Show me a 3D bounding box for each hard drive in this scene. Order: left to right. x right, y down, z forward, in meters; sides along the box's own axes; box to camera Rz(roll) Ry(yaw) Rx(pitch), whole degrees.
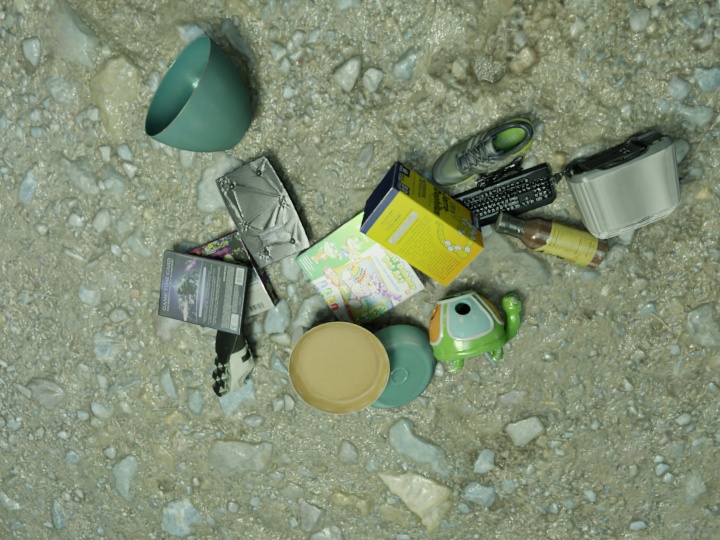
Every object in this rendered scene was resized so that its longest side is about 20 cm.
[{"bbox_3d":[-0.193,-0.119,1.035,0.134,0.042,0.202,-22,104,16],"label":"hard drive"}]

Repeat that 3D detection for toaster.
[{"bbox_3d":[0.445,-0.142,0.879,0.198,0.114,0.130,-23,107,15],"label":"toaster"}]

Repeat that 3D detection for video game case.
[{"bbox_3d":[-0.331,0.044,1.073,0.198,0.019,0.145,11,99,15],"label":"video game case"},{"bbox_3d":[-0.302,0.027,1.110,0.198,0.036,0.183,-21,105,16],"label":"video game case"}]

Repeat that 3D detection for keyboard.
[{"bbox_3d":[0.256,-0.139,0.952,0.198,0.040,0.105,-19,106,15],"label":"keyboard"}]

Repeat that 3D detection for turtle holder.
[{"bbox_3d":[0.222,0.107,0.994,0.184,0.141,0.133,-16,89,24],"label":"turtle holder"}]

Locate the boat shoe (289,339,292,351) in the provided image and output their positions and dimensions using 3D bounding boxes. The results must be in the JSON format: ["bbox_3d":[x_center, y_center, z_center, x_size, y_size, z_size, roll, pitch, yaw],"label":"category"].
[{"bbox_3d":[-0.070,0.208,1.125,0.200,0.072,0.064,44,146,-15],"label":"boat shoe"}]

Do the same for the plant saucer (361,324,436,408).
[{"bbox_3d":[0.076,0.212,1.065,0.198,0.036,0.202,-7,113,-17],"label":"plant saucer"}]

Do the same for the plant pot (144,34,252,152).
[{"bbox_3d":[-0.277,-0.295,0.926,0.200,0.201,0.134,-41,135,20],"label":"plant pot"}]

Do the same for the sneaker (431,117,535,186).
[{"bbox_3d":[0.214,-0.213,0.906,0.199,0.081,0.074,-29,92,16],"label":"sneaker"}]

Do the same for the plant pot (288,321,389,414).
[{"bbox_3d":[-0.042,0.189,1.004,0.197,0.028,0.202,0,108,0],"label":"plant pot"}]

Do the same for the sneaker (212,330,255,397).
[{"bbox_3d":[-0.274,0.183,1.142,0.074,0.088,0.202,37,122,38],"label":"sneaker"}]

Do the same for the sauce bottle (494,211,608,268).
[{"bbox_3d":[0.351,-0.062,0.951,0.198,0.065,0.065,19,112,5],"label":"sauce bottle"}]

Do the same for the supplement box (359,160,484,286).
[{"bbox_3d":[0.112,-0.085,0.932,0.199,0.109,0.110,31,125,-14],"label":"supplement box"}]

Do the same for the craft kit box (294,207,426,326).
[{"bbox_3d":[0.000,0.000,1.045,0.197,0.049,0.201,-34,101,16],"label":"craft kit box"}]

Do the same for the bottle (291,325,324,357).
[{"bbox_3d":[-0.047,0.169,1.063,0.199,0.065,0.084,26,97,-26],"label":"bottle"}]
